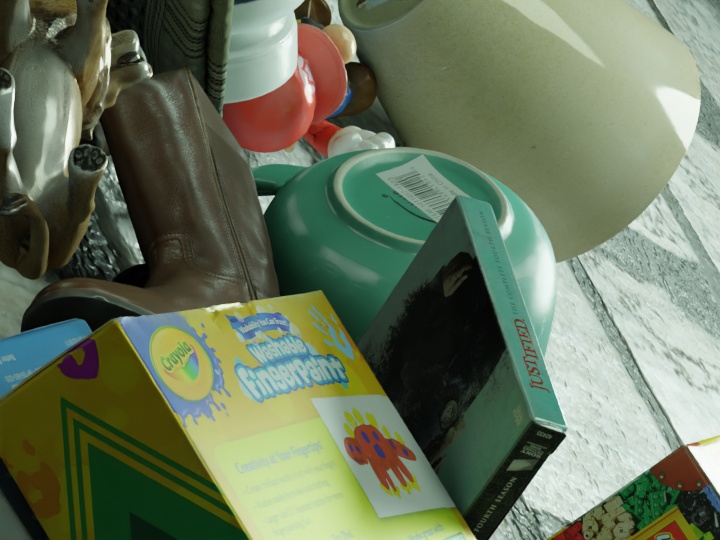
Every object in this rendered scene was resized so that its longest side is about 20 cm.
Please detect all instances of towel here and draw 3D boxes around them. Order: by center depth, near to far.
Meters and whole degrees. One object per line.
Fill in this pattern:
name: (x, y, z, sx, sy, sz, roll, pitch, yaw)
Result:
towel: (-0.121, -0.160, 1.361, 0.035, 0.200, 0.193, -19, 55, -23)

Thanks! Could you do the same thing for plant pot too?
plant pot: (0.081, -0.133, 1.738, 0.200, 0.187, 0.187, 39, 23, -37)

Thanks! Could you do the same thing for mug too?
mug: (0.004, 0.007, 1.353, 0.185, 0.114, 0.152, 10, 34, -3)

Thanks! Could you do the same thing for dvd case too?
dvd case: (0.017, 0.086, 1.199, 0.022, 0.200, 0.146, 15, 37, -25)

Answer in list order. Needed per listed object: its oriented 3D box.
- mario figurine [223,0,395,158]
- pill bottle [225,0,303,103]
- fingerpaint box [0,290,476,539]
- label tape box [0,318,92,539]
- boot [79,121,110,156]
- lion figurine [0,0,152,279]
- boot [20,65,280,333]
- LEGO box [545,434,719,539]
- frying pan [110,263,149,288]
mario figurine: (-0.024, -0.121, 1.595, 0.123, 0.106, 0.200, 21, 12, 3)
pill bottle: (-0.078, -0.192, 1.429, 0.111, 0.111, 0.200, -97, -176, -55)
fingerpaint box: (-0.035, 0.099, 1.044, 0.167, 0.073, 0.200, 58, 19, 8)
label tape box: (-0.105, 0.123, 1.051, 0.200, 0.066, 0.143, 58, 20, 6)
boot: (-0.184, -0.128, 1.304, 0.146, 0.070, 0.200, 9, 47, -61)
lion figurine: (-0.134, -0.057, 1.147, 0.072, 0.122, 0.200, 14, 46, -3)
boot: (-0.098, -0.023, 1.232, 0.186, 0.064, 0.200, 34, 34, -49)
LEGO box: (0.165, 0.156, 1.485, 0.077, 0.149, 0.200, 57, 19, 12)
frying pan: (-0.081, 0.075, 1.236, 0.115, 0.031, 0.190, 36, 36, -26)
